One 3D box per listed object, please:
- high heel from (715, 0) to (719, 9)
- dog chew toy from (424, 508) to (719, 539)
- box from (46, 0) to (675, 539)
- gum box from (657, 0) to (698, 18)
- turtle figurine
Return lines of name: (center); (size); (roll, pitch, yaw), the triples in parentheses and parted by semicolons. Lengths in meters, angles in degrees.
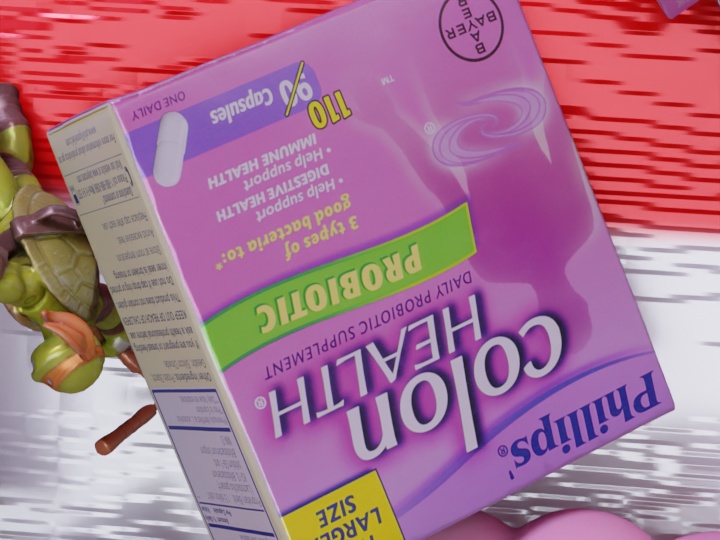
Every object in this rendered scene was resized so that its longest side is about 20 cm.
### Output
high heel: (0.149, -0.085, 0.878); (0.096, 0.067, 0.200); (-40, 100, 12)
dog chew toy: (0.095, 0.151, 0.842); (0.199, 0.124, 0.125); (16, 99, 12)
box: (0.000, 0.000, 0.848); (0.175, 0.097, 0.201); (-24, 96, -22)
gum box: (0.111, -0.214, 0.823); (0.113, 0.066, 0.201); (-33, 68, 7)
turtle figurine: (-0.142, -0.013, 0.866); (0.064, 0.200, 0.162); (-32, 70, 18)
